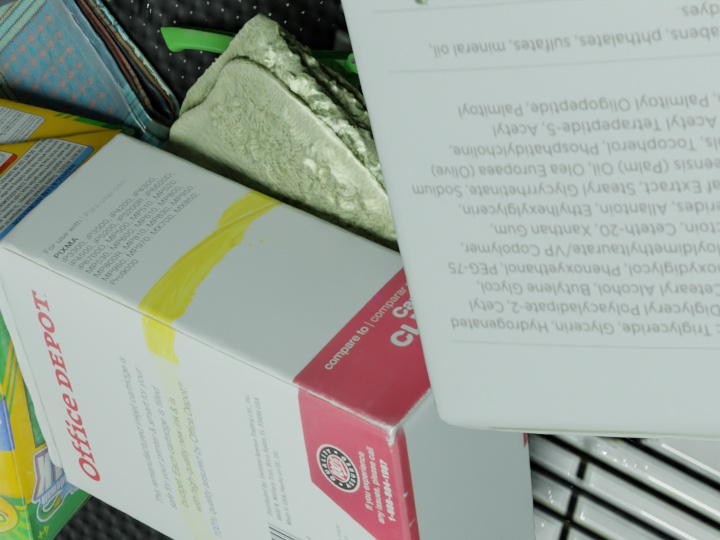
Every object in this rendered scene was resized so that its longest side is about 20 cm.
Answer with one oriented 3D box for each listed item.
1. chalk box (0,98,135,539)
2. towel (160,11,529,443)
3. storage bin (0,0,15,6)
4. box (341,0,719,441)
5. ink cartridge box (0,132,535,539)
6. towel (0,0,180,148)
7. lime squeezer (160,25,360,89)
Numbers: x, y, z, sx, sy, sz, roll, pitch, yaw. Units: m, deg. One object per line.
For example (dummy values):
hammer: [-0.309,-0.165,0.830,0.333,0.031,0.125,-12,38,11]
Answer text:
chalk box: [-0.169,0.038,1.021,0.123,0.125,0.201,13,131,22]
towel: [0.000,0.000,0.925,0.200,0.036,0.148,43,146,2]
storage bin: [-0.205,-0.179,0.935,0.199,0.145,0.135,9,116,33]
box: [0.134,-0.062,0.713,0.199,0.199,0.172,1,114,36]
ink cartridge box: [-0.037,0.050,0.909,0.199,0.083,0.146,24,142,29]
towel: [-0.175,-0.071,1.055,0.147,0.022,0.200,53,132,3]
lime squeezer: [-0.003,-0.110,0.909,0.200,0.038,0.071,-32,61,43]
